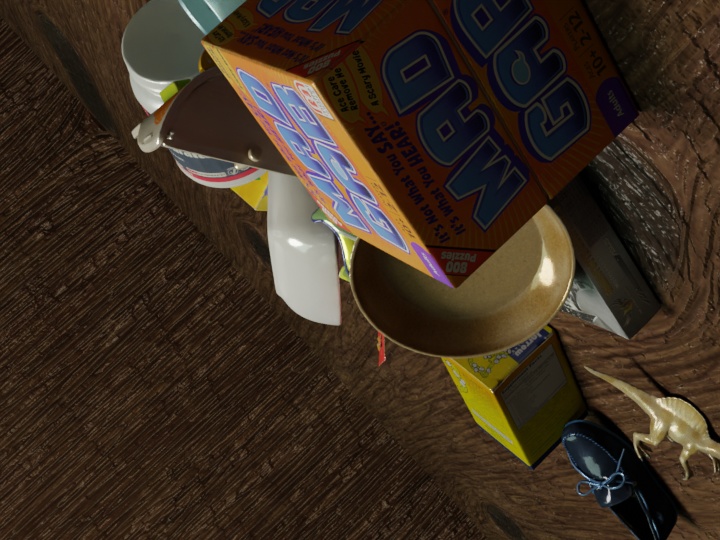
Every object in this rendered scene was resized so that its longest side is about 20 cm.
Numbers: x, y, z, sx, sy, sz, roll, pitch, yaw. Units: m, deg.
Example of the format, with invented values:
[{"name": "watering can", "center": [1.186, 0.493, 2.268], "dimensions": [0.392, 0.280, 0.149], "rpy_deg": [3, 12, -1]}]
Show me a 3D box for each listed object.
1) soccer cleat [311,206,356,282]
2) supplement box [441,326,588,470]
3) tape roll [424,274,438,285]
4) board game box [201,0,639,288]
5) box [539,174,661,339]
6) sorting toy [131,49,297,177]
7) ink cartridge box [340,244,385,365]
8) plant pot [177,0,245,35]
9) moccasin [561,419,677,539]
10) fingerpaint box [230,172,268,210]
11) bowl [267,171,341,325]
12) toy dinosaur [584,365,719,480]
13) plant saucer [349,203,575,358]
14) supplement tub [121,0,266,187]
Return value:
[{"name": "soccer cleat", "center": [0.026, 0.001, 1.334], "dimensions": [0.200, 0.084, 0.065], "rpy_deg": [55, -171, -15]}, {"name": "supplement box", "center": [0.191, 0.138, 1.664], "dimensions": [0.110, 0.109, 0.200], "rpy_deg": [38, 165, 40]}, {"name": "tape roll", "center": [0.063, -0.072, 1.296], "dimensions": [0.200, 0.066, 0.200], "rpy_deg": [55, -170, -15]}, {"name": "board game box", "center": [0.043, -0.146, 1.010], "dimensions": [0.200, 0.200, 0.200], "rpy_deg": [54, 167, -31]}, {"name": "box", "center": [0.180, -0.036, 1.266], "dimensions": [0.200, 0.048, 0.158], "rpy_deg": [53, 168, -27]}, {"name": "sorting toy", "center": [-0.136, -0.138, 1.311], "dimensions": [0.200, 0.107, 0.180], "rpy_deg": [11, 169, -31]}, {"name": "ink cartridge box", "center": [0.000, 0.000, 1.434], "dimensions": [0.161, 0.050, 0.200], "rpy_deg": [95, 175, -84]}, {"name": "plant pot", "center": [-0.100, -0.281, 1.250], "dimensions": [0.200, 0.135, 0.200], "rpy_deg": [45, 168, 12]}, {"name": "moccasin", "center": [0.327, 0.270, 1.674], "dimensions": [0.200, 0.068, 0.080], "rpy_deg": [42, 139, -10]}, {"name": "fingerpaint box", "center": [-0.099, -0.139, 1.635], "dimensions": [0.167, 0.073, 0.200], "rpy_deg": [40, -157, 31]}, {"name": "bowl", "center": [-0.060, -0.057, 1.456], "dimensions": [0.200, 0.075, 0.200], "rpy_deg": [86, -178, -58]}, {"name": "toy dinosaur", "center": [0.329, 0.162, 1.422], "dimensions": [0.200, 0.058, 0.101], "rpy_deg": [35, 150, 20]}, {"name": "plant saucer", "center": [0.090, -0.009, 1.192], "dimensions": [0.200, 0.200, 0.035], "rpy_deg": [54, -160, -31]}, {"name": "supplement tub", "center": [-0.165, -0.194, 1.444], "dimensions": [0.140, 0.140, 0.200], "rpy_deg": [41, 168, 29]}]
